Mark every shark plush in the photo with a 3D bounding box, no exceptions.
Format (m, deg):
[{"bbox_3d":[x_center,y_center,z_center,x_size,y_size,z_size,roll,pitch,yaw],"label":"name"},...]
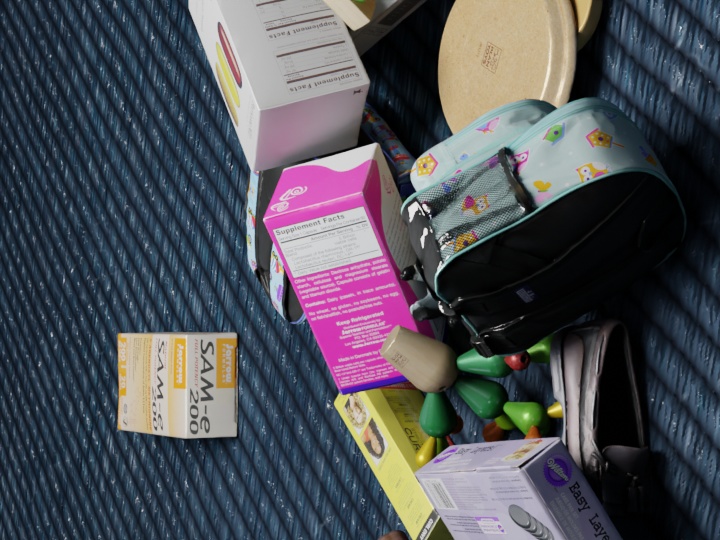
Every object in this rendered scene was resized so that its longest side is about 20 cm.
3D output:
[{"bbox_3d":[0.073,0.018,1.398,0.200,0.083,0.091,-56,-18,-56],"label":"shark plush"}]

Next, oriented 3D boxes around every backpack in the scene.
[{"bbox_3d":[0.149,-0.045,1.253,0.200,0.176,0.154,-25,52,14],"label":"backpack"},{"bbox_3d":[-0.039,-0.053,1.601,0.183,0.134,0.200,51,139,47],"label":"backpack"}]

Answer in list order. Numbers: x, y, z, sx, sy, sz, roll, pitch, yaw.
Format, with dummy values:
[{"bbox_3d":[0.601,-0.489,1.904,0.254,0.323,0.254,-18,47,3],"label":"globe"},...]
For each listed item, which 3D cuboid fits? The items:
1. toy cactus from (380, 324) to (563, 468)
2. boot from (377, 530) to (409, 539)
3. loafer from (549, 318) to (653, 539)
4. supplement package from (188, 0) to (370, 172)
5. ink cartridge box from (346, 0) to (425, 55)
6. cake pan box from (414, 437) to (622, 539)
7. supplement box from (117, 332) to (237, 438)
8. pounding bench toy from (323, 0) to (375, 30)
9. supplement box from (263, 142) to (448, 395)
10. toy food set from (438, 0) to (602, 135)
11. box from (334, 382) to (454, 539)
[{"bbox_3d":[0.090,0.110,1.375,0.200,0.165,0.102,-48,14,47],"label":"toy cactus"},{"bbox_3d":[0.043,0.384,1.529,0.200,0.064,0.187,55,135,37],"label":"boot"},{"bbox_3d":[0.202,0.135,1.276,0.063,0.072,0.200,-26,68,46],"label":"loafer"},{"bbox_3d":[-0.080,-0.213,1.485,0.114,0.109,0.200,103,148,-61],"label":"supplement package"},{"bbox_3d":[-0.036,-0.294,1.583,0.200,0.044,0.174,-36,69,34],"label":"ink cartridge box"},{"bbox_3d":[0.143,0.226,1.282,0.184,0.052,0.200,59,156,-4],"label":"cake pan box"},{"bbox_3d":[-0.228,0.139,1.945,0.200,0.073,0.126,-4,86,57],"label":"supplement box"},{"bbox_3d":[0.060,-0.311,1.401,0.156,0.124,0.200,4,66,57],"label":"pounding bench toy"},{"bbox_3d":[0.000,0.000,1.455,0.101,0.103,0.200,-73,-34,-58],"label":"supplement box"},{"bbox_3d":[0.135,-0.190,1.415,0.198,0.049,0.201,18,104,57],"label":"toy food set"},{"bbox_3d":[0.051,0.179,1.508,0.200,0.075,0.050,58,132,43],"label":"box"}]
